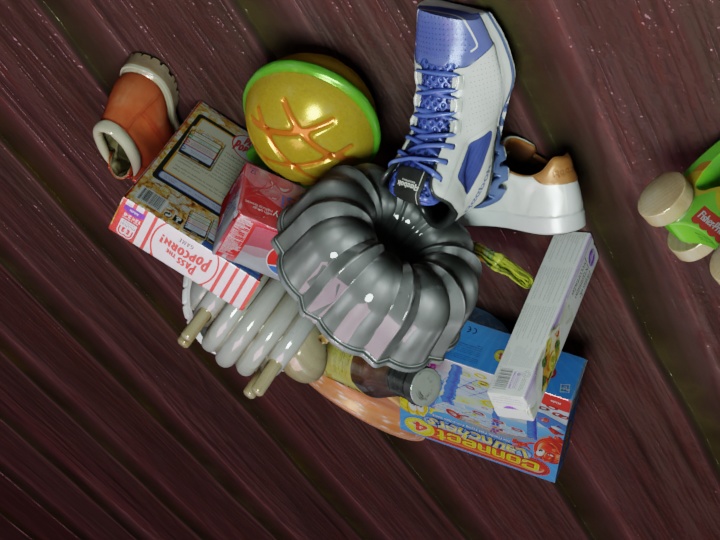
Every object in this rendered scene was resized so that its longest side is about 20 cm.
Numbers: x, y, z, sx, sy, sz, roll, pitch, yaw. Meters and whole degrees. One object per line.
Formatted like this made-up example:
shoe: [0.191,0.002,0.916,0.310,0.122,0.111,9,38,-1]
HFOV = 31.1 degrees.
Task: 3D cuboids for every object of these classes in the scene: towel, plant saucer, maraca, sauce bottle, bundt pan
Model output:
towel: [0.077,-0.032,1.281,0.199,0.018,0.086,27,177,35]
plant saucer: [0.005,0.151,1.660,0.198,0.038,0.201,28,162,10]
maraca: [-0.049,-0.129,1.217,0.136,0.108,0.201,24,151,3]
sauce bottle: [0.010,0.101,1.378,0.066,0.066,0.199,46,166,-31]
bundt pan: [0.025,-0.014,1.143,0.200,0.203,0.076,32,130,-10]

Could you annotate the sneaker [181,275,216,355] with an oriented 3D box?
sneaker: [-0.152,-0.005,1.430,0.079,0.203,0.073,-18,166,40]

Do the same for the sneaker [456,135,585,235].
sneaker: [0.126,-0.086,1.210,0.198,0.072,0.086,7,111,45]

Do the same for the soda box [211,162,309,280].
soda box: [-0.035,-0.022,1.217,0.198,0.071,0.064,23,135,-17]

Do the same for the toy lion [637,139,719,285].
toy lion: [0.330,-0.063,0.978,0.069,0.192,0.200,42,-172,-27]

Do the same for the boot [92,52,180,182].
boot: [-0.232,-0.124,1.375,0.074,0.108,0.201,14,150,17]

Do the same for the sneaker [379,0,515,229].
sneaker: [0.071,-0.115,1.089,0.080,0.115,0.202,16,131,32]

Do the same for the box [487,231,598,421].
box: [0.175,0.049,1.226,0.041,0.202,0.039,5,142,31]

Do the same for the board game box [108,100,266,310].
board game box: [-0.139,-0.069,1.283,0.150,0.201,0.046,32,127,-4]

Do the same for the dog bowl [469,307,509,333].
dog bowl: [0.091,0.087,1.509,0.198,0.050,0.112,-3,140,42]

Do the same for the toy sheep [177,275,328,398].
toy sheep: [-0.116,0.046,1.350,0.199,0.139,0.138,39,149,-8]

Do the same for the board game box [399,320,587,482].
board game box: [0.142,0.140,1.444,0.197,0.056,0.197,17,148,14]
